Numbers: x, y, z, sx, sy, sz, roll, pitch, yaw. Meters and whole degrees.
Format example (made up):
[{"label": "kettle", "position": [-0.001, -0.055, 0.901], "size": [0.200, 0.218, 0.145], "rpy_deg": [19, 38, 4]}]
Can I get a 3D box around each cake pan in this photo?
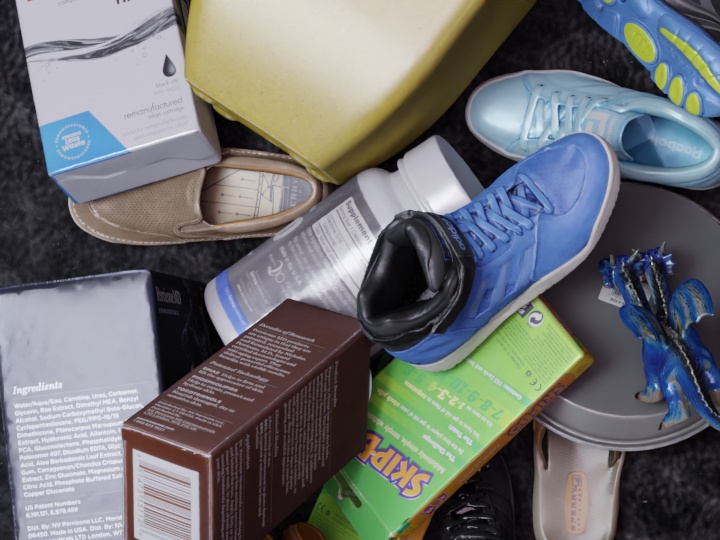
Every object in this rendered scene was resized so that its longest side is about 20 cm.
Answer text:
[{"label": "cake pan", "position": [0.184, 0.025, 1.652], "size": [0.199, 0.037, 0.201], "rpy_deg": [-1, 69, 2]}]

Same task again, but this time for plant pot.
[{"label": "plant pot", "position": [-0.015, -0.174, 1.635], "size": [0.194, 0.196, 0.200], "rpy_deg": [34, 91, 8]}]

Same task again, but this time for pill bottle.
[{"label": "pill bottle", "position": [0.000, 0.000, 1.663], "size": [0.200, 0.114, 0.114], "rpy_deg": [-35, 83, 10]}]

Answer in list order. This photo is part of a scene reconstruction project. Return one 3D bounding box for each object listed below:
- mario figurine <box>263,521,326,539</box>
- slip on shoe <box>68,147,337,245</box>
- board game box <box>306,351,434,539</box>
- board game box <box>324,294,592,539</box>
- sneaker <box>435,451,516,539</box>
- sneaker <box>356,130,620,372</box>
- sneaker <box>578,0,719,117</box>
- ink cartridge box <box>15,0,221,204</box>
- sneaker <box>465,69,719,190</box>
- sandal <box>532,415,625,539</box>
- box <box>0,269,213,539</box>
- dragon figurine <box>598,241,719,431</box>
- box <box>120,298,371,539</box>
[{"label": "mario figurine", "position": [-0.110, 0.250, 1.677], "size": [0.123, 0.106, 0.200], "rpy_deg": [27, 116, -19]}, {"label": "slip on shoe", "position": [-0.117, -0.054, 1.715], "size": [0.199, 0.061, 0.076], "rpy_deg": [4, 88, 8]}, {"label": "board game box", "position": [0.028, 0.127, 1.679], "size": [0.095, 0.030, 0.201], "rpy_deg": [26, 94, 49]}, {"label": "board game box", "position": [0.057, 0.093, 1.617], "size": [0.200, 0.030, 0.096], "rpy_deg": [-43, 63, 10]}, {"label": "sneaker", "position": [0.084, 0.198, 1.655], "size": [0.060, 0.104, 0.201], "rpy_deg": [-14, 86, 8]}, {"label": "sneaker", "position": [0.080, -0.020, 1.546], "size": [0.200, 0.111, 0.077], "rpy_deg": [-44, 62, 11]}, {"label": "sneaker", "position": [0.215, -0.190, 1.675], "size": [0.200, 0.083, 0.071], "rpy_deg": [55, 131, 20]}, {"label": "ink cartridge box", "position": [-0.179, -0.163, 1.702], "size": [0.116, 0.068, 0.201], "rpy_deg": [-16, 70, 7]}, {"label": "sneaker", "position": [0.168, -0.104, 1.666], "size": [0.199, 0.082, 0.074], "rpy_deg": [9, 88, 11]}, {"label": "sandal", "position": [0.150, 0.111, 1.674], "size": [0.080, 0.054, 0.201], "rpy_deg": [-2, 87, 8]}, {"label": "box", "position": [-0.169, 0.107, 1.647], "size": [0.117, 0.197, 0.201], "rpy_deg": [-8, 86, 7]}, {"label": "dragon figurine", "position": [0.205, 0.045, 1.551], "size": [0.059, 0.200, 0.100], "rpy_deg": [-19, 108, -3]}, {"label": "box", "position": [-0.071, 0.106, 1.532], "size": [0.075, 0.200, 0.100], "rpy_deg": [17, 121, 27]}]
